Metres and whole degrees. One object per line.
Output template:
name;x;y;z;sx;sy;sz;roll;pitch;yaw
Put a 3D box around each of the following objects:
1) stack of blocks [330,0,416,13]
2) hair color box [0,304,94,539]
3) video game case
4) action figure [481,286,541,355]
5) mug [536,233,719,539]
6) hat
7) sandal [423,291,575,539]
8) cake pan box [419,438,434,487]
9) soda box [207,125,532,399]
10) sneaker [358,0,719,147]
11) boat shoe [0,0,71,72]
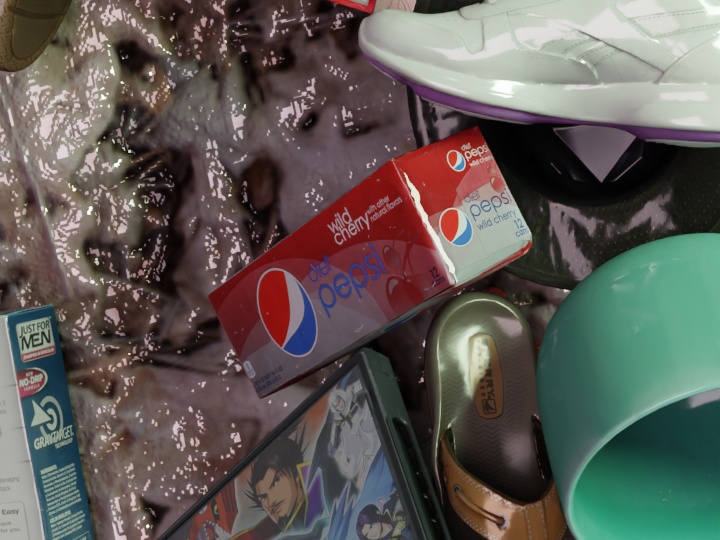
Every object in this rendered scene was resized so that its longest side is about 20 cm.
stack of blocks;-0.032;-0.214;0.884;0.198;0.058;0.116;19;101;17
hair color box;-0.225;0.129;0.988;0.099;0.060;0.202;-8;93;20
video game case;-0.034;0.170;0.837;0.200;0.025;0.182;-44;43;25
action figure;0.085;0.109;0.882;0.065;0.052;0.202;-8;91;25
mug;0.176;0.056;0.777;0.183;0.115;0.153;-3;136;-7
hat;0.118;-0.094;0.827;0.198;0.081;0.203;4;104;15
sandal;0.078;0.104;0.815;0.081;0.055;0.202;-2;74;-13
cake pan box;0.017;0.217;0.891;0.184;0.052;0.201;-34;82;37
soda box;0.000;0.000;0.843;0.200;0.063;0.071;-32;83;52
sneaker;0.099;-0.115;0.754;0.198;0.075;0.101;7;97;8
boat shoe;-0.201;-0.220;0.943;0.074;0.075;0.204;16;89;20
